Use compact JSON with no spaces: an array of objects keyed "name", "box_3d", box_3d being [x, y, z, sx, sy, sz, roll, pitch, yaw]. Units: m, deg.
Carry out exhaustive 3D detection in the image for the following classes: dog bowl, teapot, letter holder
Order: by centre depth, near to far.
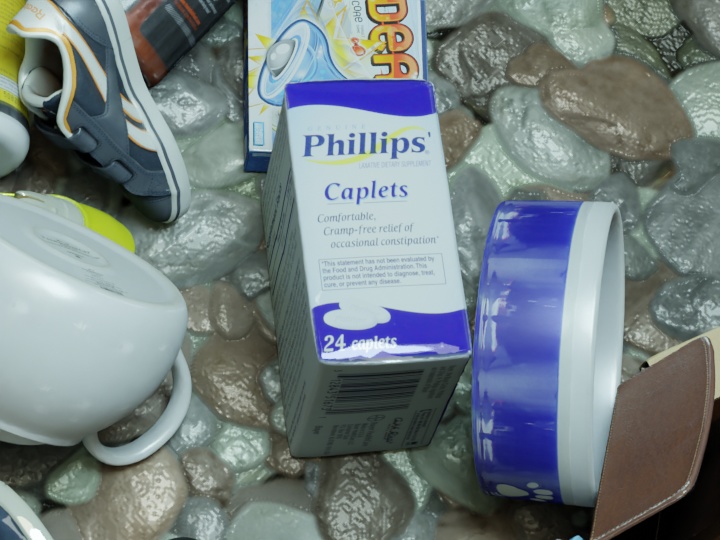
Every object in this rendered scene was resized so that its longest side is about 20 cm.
[{"name":"letter holder","box_3d":[0.240,0.125,1.538,0.101,0.142,0.200,48,26,-14]},{"name":"teapot","box_3d":[-0.213,0.049,1.539,0.199,0.197,0.147,27,100,5]},{"name":"dog bowl","box_3d":[0.127,0.054,1.589,0.078,0.200,0.201,3,65,11]}]

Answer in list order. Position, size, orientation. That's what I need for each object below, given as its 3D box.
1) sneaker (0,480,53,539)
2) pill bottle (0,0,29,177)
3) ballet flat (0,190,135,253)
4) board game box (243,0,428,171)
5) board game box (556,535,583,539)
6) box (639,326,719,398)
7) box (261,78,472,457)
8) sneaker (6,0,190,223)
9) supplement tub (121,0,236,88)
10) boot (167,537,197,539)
[{"name":"sneaker","box_3d":[-0.272,0.163,1.551,0.200,0.075,0.085,39,71,15]},{"name":"pill bottle","box_3d":[-0.288,-0.168,1.667,0.111,0.112,0.201,0,67,-10]},{"name":"ballet flat","box_3d":[-0.252,-0.028,1.635,0.198,0.067,0.067,4,59,-8]},{"name":"board game box","box_3d":[-0.019,-0.167,1.756,0.134,0.035,0.201,2,66,-9]},{"name":"board game box","box_3d":[0.206,0.285,1.533,0.199,0.026,0.201,20,54,-25]},{"name":"box","box_3d":[0.321,0.097,1.707,0.199,0.021,0.164,-22,72,-17]},{"name":"box","box_3d":[0.000,0.000,1.604,0.104,0.184,0.201,-4,68,-10]},{"name":"sneaker","box_3d":[-0.183,-0.107,1.631,0.079,0.201,0.078,-36,33,-24]},{"name":"supplement tub","box_3d":[-0.121,-0.233,1.705,0.107,0.107,0.200,42,81,9]},{"name":"boot","box_3d":[-0.167,0.252,1.487,0.072,0.144,0.200,39,67,6]}]
